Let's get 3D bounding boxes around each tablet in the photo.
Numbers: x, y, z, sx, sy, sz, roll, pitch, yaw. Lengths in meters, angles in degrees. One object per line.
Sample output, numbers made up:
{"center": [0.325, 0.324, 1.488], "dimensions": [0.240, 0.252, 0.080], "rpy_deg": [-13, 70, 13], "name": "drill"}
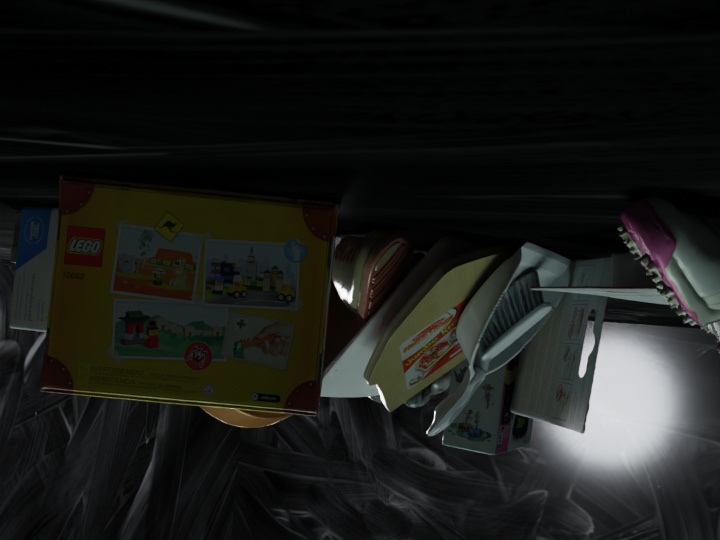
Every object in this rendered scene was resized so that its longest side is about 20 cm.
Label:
{"center": [0.048, 0.050, 0.962], "dimensions": [0.014, 0.200, 0.129], "rpy_deg": [51, -158, 27], "name": "tablet"}

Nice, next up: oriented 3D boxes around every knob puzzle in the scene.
{"center": [0.079, 0.037, 0.932], "dimensions": [0.031, 0.220, 0.218], "rpy_deg": [51, -159, 26], "name": "knob puzzle"}

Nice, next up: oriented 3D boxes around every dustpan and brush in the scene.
{"center": [0.119, 0.071, 0.932], "dimensions": [0.058, 0.200, 0.139], "rpy_deg": [53, -161, 25], "name": "dustpan and brush"}

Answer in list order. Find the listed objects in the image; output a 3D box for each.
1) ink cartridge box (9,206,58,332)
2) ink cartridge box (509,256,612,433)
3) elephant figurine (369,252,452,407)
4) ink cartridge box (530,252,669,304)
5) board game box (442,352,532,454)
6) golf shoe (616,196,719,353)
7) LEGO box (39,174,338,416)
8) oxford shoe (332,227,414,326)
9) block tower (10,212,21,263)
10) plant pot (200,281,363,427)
{"center": [-0.225, 0.005, 0.933], "dimensions": [0.197, 0.118, 0.067], "rpy_deg": [3, 175, 28], "name": "ink cartridge box"}
{"center": [0.211, 0.071, 0.987], "dimensions": [0.049, 0.165, 0.200], "rpy_deg": [12, 176, -12], "name": "ink cartridge box"}
{"center": [0.061, 0.035, 1.101], "dimensions": [0.140, 0.203, 0.154], "rpy_deg": [-13, -144, -42], "name": "elephant figurine"}
{"center": [0.256, 0.003, 0.785], "dimensions": [0.171, 0.044, 0.199], "rpy_deg": [7, 176, -23], "name": "ink cartridge box"}
{"center": [0.154, 0.094, 1.124], "dimensions": [0.063, 0.204, 0.147], "rpy_deg": [6, 178, 24], "name": "board game box"}
{"center": [0.224, -0.005, 0.603], "dimensions": [0.091, 0.076, 0.199], "rpy_deg": [-41, 138, 18], "name": "golf shoe"}
{"center": [-0.120, 0.019, 0.733], "dimensions": [0.196, 0.152, 0.077], "rpy_deg": [6, 177, -3], "name": "LEGO box"}
{"center": [0.000, 0.000, 0.932], "dimensions": [0.074, 0.071, 0.200], "rpy_deg": [42, 164, 10], "name": "oxford shoe"}
{"center": [-0.264, -0.025, 1.030], "dimensions": [0.197, 0.055, 0.058], "rpy_deg": [3, 176, 19], "name": "block tower"}
{"center": [-0.084, 0.052, 1.051], "dimensions": [0.198, 0.204, 0.139], "rpy_deg": [8, 159, -40], "name": "plant pot"}
